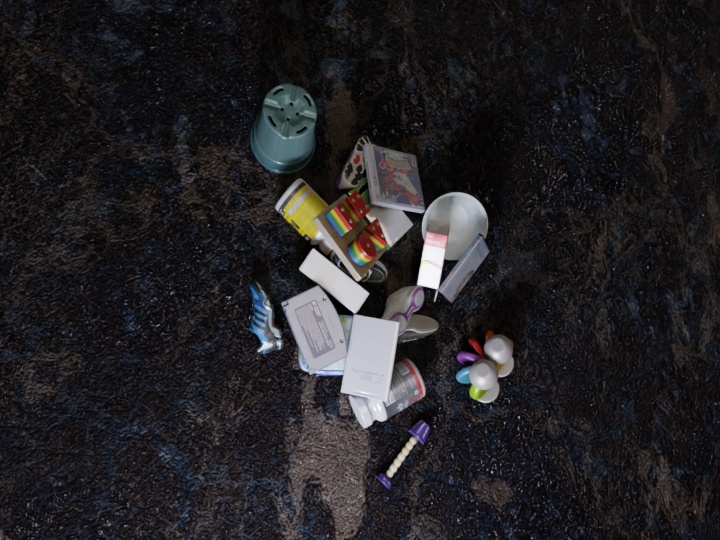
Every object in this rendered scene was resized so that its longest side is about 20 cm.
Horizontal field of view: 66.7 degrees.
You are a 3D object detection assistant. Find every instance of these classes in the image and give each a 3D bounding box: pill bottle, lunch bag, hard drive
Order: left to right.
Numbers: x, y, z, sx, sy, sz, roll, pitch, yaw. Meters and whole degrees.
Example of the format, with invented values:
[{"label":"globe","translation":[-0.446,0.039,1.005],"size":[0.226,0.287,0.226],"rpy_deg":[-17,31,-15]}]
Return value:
[{"label":"pill bottle","translation":[-0.134,-0.147,1.533],"size":[0.200,0.114,0.115],"rpy_deg":[44,74,-3]},{"label":"lunch bag","translation":[-0.074,0.206,1.507],"size":[0.192,0.082,0.168],"rpy_deg":[3,79,-14]},{"label":"hard drive","translation":[0.027,0.231,1.453],"size":[0.127,0.025,0.208],"rpy_deg":[8,79,12]},{"label":"pill bottle","translation":[0.073,0.340,1.506],"size":[0.195,0.116,0.119],"rpy_deg":[-26,88,-16]}]

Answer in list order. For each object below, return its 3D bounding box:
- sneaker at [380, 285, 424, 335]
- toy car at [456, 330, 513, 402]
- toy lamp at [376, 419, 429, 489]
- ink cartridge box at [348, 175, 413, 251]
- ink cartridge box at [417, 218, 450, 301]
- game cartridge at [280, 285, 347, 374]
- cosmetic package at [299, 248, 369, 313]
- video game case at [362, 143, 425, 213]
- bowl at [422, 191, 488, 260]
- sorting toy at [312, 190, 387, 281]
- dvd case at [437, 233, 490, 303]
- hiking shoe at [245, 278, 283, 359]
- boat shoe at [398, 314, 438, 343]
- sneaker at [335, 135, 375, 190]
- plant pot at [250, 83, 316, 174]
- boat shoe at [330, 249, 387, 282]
[{"label":"sneaker","translation":[0.101,0.120,1.555],"size":[0.200,0.098,0.076],"rpy_deg":[-44,121,-31]},{"label":"toy car","translation":[0.352,0.267,1.583],"size":[0.147,0.176,0.202],"rpy_deg":[28,72,28]},{"label":"toy lamp","translation":[0.123,0.508,1.524],"size":[0.058,0.058,0.201],"rpy_deg":[42,76,-4]},{"label":"ink cartridge box","translation":[0.053,-0.173,1.613],"size":[0.103,0.059,0.201],"rpy_deg":[-41,92,-18]},{"label":"ink cartridge box","translation":[0.207,-0.029,1.571],"size":[0.065,0.117,0.207],"rpy_deg":[11,113,9]},{"label":"game cartridge","translation":[-0.115,0.152,1.446],"size":[0.129,0.041,0.206],"rpy_deg":[-23,84,-9]},{"label":"cosmetic package","translation":[-0.075,0.029,1.521],"size":[0.198,0.101,0.072],"rpy_deg":[39,86,-6]},{"label":"video game case","translation":[0.100,-0.270,1.611],"size":[0.194,0.023,0.189],"rpy_deg":[5,69,-36]},{"label":"bowl","translation":[0.278,-0.144,1.631],"size":[0.193,0.091,0.208],"rpy_deg":[2,113,4]},{"label":"sorting toy","translation":[-0.009,-0.108,1.488],"size":[0.201,0.069,0.200],"rpy_deg":[53,32,-6]},{"label":"dvd case","translation":[0.303,-0.001,1.587],"size":[0.017,0.142,0.202],"rpy_deg":[36,91,27]},{"label":"hiking shoe","translation":[-0.273,0.125,1.473],"size":[0.084,0.074,0.206],"rpy_deg":[-19,86,-17]},{"label":"boat shoe","translation":[0.131,0.175,1.586],"size":[0.193,0.058,0.068],"rpy_deg":[-4,46,-19]},{"label":"sneaker","translation":[-0.018,-0.318,1.615],"size":[0.081,0.082,0.202],"rpy_deg":[46,57,-20]},{"label":"plant pot","translation":[-0.204,-0.400,1.514],"size":[0.192,0.196,0.209],"rpy_deg":[3,79,-14]},{"label":"boat shoe","translation":[0.000,0.000,1.538],"size":[0.195,0.072,0.073],"rpy_deg":[19,114,-31]}]
